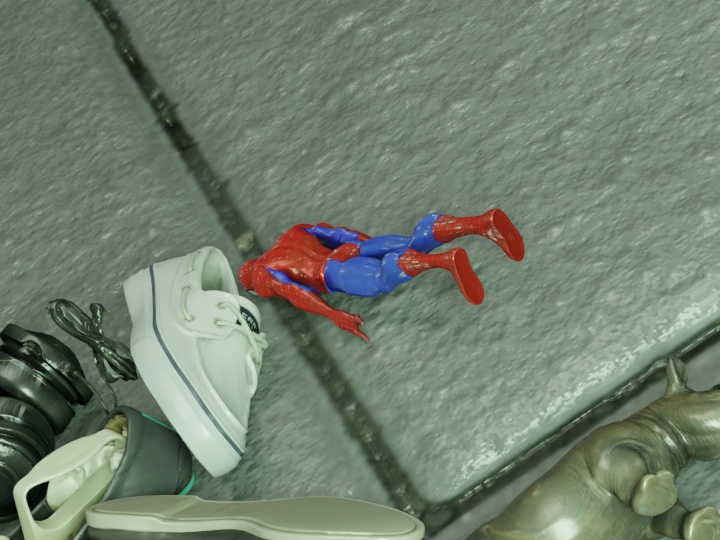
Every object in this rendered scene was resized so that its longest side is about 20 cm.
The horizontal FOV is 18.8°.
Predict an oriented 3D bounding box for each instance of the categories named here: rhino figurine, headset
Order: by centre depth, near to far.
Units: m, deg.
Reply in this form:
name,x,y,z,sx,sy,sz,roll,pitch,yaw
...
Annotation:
name,x,y,z,sx,sy,sz,roll,pitch,yaw
rhino figurine,0.119,0.101,0.975,0.200,0.060,0.087,-41,24,-18
headset,-0.205,0.075,1.243,0.200,0.094,0.124,-21,34,37

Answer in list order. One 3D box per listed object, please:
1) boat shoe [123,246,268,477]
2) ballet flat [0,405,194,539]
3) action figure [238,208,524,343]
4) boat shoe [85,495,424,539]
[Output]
name,x,y,z,sx,sy,sz,roll,pitch,yaw
boat shoe,-0.087,0.038,1.210,0.067,0.074,0.200,-34,33,3
ballet flat,-0.174,0.147,1.149,0.200,0.073,0.073,-45,35,-17
action figure,0.000,0.000,1.212,0.200,0.052,0.065,-1,39,46
boat shoe,-0.051,0.145,1.076,0.199,0.057,0.067,-1,9,34
